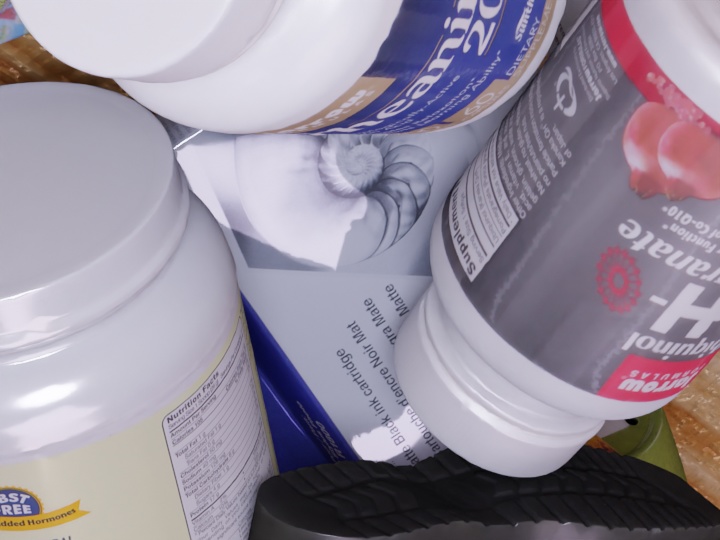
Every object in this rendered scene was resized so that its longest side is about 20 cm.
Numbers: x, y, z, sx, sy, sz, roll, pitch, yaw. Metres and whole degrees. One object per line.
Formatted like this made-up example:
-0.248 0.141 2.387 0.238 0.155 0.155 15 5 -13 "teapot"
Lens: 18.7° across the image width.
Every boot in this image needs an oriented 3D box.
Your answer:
0.037 0.141 0.816 0.200 0.077 0.139 1 110 -29 "boot"

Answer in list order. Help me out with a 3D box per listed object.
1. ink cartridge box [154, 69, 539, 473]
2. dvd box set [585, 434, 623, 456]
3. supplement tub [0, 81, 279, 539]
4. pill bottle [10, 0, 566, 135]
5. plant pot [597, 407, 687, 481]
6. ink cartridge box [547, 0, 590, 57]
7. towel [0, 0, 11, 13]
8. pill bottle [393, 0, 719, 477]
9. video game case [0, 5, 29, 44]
0.000 0.000 0.852 0.200 0.041 0.200 -35 120 0 "ink cartridge box"
0.020 0.095 0.936 0.146 0.200 0.029 -31 123 -13 "dvd box set"
-0.107 0.050 0.773 0.145 0.145 0.200 -14 128 -5 "supplement tub"
-0.020 -0.097 0.671 0.111 0.111 0.200 -35 168 24 "pill bottle"
0.098 0.145 1.105 0.187 0.187 0.200 -9 130 -12 "plant pot"
0.176 -0.130 0.812 0.147 0.086 0.200 3 140 -26 "ink cartridge box"
-0.168 -0.142 0.645 0.200 0.023 0.144 14 143 -28 "towel"
0.093 -0.018 0.761 0.111 0.111 0.200 7 137 -31 "pill bottle"
-0.137 -0.145 0.708 0.182 0.022 0.200 -21 146 6 "video game case"
